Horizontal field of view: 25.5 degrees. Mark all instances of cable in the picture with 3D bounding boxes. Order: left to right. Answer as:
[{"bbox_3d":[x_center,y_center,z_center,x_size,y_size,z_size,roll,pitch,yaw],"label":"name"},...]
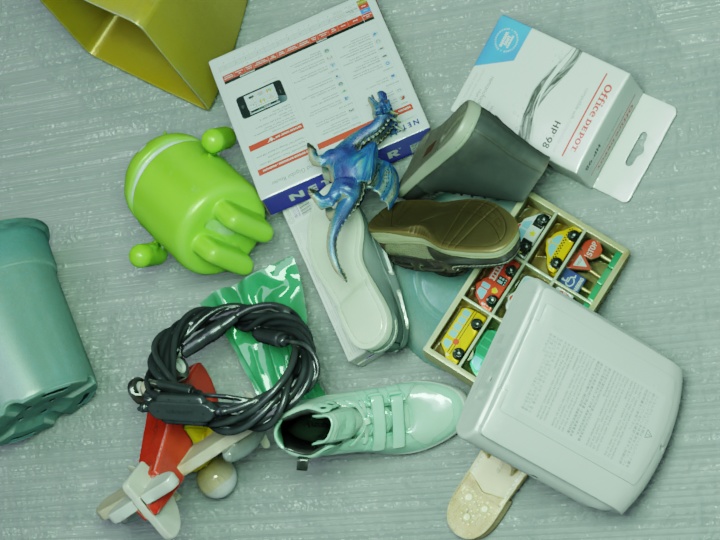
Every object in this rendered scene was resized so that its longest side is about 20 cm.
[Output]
[{"bbox_3d":[-0.126,0.096,1.625,0.198,0.051,0.164,-2,40,24],"label":"cable"}]

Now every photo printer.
[{"bbox_3d":[0.207,0.125,1.504,0.168,0.199,0.069,-65,19,-10],"label":"photo printer"}]

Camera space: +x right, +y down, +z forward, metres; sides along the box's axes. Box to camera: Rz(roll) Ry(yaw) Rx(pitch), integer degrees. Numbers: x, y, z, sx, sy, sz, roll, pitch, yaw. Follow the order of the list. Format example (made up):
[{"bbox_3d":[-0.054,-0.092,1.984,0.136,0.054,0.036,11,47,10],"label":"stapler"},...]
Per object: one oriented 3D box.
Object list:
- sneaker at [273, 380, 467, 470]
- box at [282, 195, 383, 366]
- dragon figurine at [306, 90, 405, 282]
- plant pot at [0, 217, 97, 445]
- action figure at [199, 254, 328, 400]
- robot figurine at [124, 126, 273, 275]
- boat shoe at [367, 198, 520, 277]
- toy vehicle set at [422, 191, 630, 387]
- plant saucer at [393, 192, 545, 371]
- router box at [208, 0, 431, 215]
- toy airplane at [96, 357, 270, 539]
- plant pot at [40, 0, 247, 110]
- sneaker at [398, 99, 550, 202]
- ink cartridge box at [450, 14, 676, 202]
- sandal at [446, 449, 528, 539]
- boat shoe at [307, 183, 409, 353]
[{"bbox_3d":[0.010,0.158,1.597,0.198,0.118,0.075,-8,91,9],"label":"sneaker"},{"bbox_3d":[-0.028,0.005,1.706,0.041,0.039,0.201,-32,68,15],"label":"box"},{"bbox_3d":[0.002,-0.094,1.611,0.098,0.059,0.202,-16,52,18],"label":"dragon figurine"},{"bbox_3d":[-0.402,0.078,1.784,0.199,0.200,0.197,-32,75,14],"label":"plant pot"},{"bbox_3d":[-0.083,0.100,1.702,0.117,0.055,0.202,-27,76,15],"label":"action figure"},{"bbox_3d":[-0.183,-0.074,1.741,0.200,0.115,0.176,41,104,39],"label":"robot figurine"},{"bbox_3d":[0.091,-0.028,1.581,0.073,0.065,0.199,-44,32,-22],"label":"boat shoe"},{"bbox_3d":[0.165,0.033,1.576,0.124,0.027,0.201,30,75,14],"label":"toy vehicle set"},{"bbox_3d":[0.111,0.005,1.644,0.199,0.039,0.204,-5,77,24],"label":"plant saucer"},{"bbox_3d":[-0.044,-0.182,1.721,0.198,0.049,0.181,-22,70,2],"label":"router box"},{"bbox_3d":[-0.186,0.204,1.678,0.200,0.141,0.199,-56,30,-10],"label":"toy airplane"},{"bbox_3d":[-0.234,-0.331,1.800,0.199,0.200,0.177,27,78,27],"label":"plant pot"},{"bbox_3d":[0.109,-0.095,1.621,0.106,0.200,0.075,31,69,-10],"label":"sneaker"},{"bbox_3d":[0.207,-0.166,1.623,0.199,0.067,0.117,29,91,26],"label":"ink cartridge box"},{"bbox_3d":[0.142,0.169,1.575,0.077,0.070,0.213,27,91,25],"label":"sandal"},{"bbox_3d":[0.000,0.000,1.662,0.073,0.062,0.202,-36,57,26],"label":"boat shoe"}]
